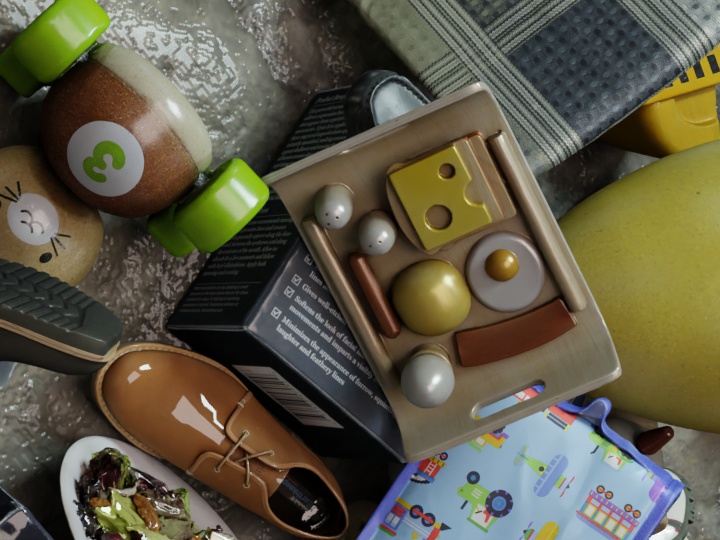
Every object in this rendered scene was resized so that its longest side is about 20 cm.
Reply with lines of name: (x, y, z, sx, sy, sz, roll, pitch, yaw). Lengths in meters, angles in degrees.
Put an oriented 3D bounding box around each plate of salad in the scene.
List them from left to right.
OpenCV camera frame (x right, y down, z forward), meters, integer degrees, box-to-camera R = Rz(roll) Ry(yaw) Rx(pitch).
plate of salad: (-0.100, 0.174, 1.243, 0.048, 0.200, 0.200, -39, 116, 16)

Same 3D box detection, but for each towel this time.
towel: (0.114, -0.172, 1.343, 0.192, 0.035, 0.200, -37, 69, -5)

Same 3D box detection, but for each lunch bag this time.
lunch bag: (0.095, 0.162, 1.318, 0.150, 0.094, 0.200, 35, 95, 11)

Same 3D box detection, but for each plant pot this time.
plant pot: (0.193, 0.016, 1.363, 0.142, 0.200, 0.200, -5, 92, -9)

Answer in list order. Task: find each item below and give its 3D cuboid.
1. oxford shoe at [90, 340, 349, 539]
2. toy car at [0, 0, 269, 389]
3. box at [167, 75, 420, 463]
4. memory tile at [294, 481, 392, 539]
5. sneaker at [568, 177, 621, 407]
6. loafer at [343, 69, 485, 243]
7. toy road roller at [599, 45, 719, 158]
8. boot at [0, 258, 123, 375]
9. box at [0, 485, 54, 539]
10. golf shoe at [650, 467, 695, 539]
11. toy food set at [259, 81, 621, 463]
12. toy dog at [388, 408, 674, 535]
oxford shoe: (-0.080, 0.107, 1.304, 0.200, 0.071, 0.071, 35, 88, -30)
toy car: (-0.186, -0.034, 1.214, 0.200, 0.158, 0.164, -45, 100, -13)
box: (0.000, 0.000, 1.349, 0.148, 0.107, 0.200, 42, 68, -25)
memory tile: (0.037, 0.215, 1.423, 0.200, 0.017, 0.154, -28, 104, -30)
sneaker: (0.174, 0.019, 1.495, 0.200, 0.075, 0.088, -52, 126, -16)
loafer: (0.064, -0.042, 1.287, 0.068, 0.070, 0.201, -47, 113, -25)
toy road roller: (0.180, -0.142, 1.459, 0.200, 0.123, 0.146, -18, 111, -31)
boot: (-0.239, 0.060, 1.159, 0.200, 0.077, 0.139, 17, 103, 10)
box: (-0.194, 0.214, 1.152, 0.123, 0.198, 0.200, -40, 110, -12)
golf shoe: (0.165, 0.193, 1.464, 0.088, 0.077, 0.200, 53, 51, -13)
toy food set: (0.048, 0.002, 1.234, 0.143, 0.060, 0.200, -24, 107, 12)
toy dog: (0.130, 0.128, 1.397, 0.200, 0.096, 0.132, -18, 69, -26)
